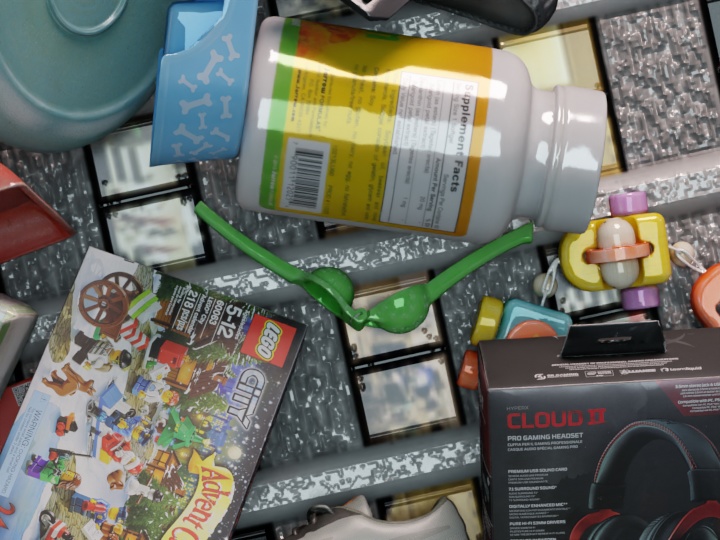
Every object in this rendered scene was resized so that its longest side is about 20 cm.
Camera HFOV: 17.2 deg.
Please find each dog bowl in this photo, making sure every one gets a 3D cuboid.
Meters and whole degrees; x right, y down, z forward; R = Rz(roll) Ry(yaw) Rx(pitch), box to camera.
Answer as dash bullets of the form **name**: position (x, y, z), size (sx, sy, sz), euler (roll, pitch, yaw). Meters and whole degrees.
- **dog bowl**: position (-0.081, -0.153, 1.298), size (0.049, 0.111, 0.201), euler (6, 97, -6)

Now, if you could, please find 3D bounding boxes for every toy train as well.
- **toy train**: position (0.156, 0.041, 1.379), size (0.200, 0.056, 0.150), euler (-34, 90, -1)

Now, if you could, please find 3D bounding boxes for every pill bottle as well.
- **pill bottle**: position (0.035, -0.075, 1.348), size (0.199, 0.111, 0.111), euler (8, 90, -1)

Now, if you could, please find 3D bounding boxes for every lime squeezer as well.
- **lime squeezer**: position (0.000, 0.000, 1.385), size (0.199, 0.038, 0.071), euler (4, 90, 0)

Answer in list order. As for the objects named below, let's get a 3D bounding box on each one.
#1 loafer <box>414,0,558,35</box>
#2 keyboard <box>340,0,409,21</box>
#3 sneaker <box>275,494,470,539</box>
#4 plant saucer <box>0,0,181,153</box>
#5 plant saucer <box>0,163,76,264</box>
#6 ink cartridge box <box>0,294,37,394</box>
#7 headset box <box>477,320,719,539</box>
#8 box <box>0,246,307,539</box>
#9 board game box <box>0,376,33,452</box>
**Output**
- **loafer**: position (0.016, -0.181, 1.363), size (0.200, 0.068, 0.071), euler (27, 59, 4)
- **keyboard**: position (0.020, -0.229, 1.342), size (0.127, 0.021, 0.200), euler (35, 56, 12)
- **sneaker**: position (-0.031, 0.173, 1.375), size (0.199, 0.074, 0.080), euler (-5, 80, -7)
- **plant saucer**: position (-0.157, -0.163, 1.315), size (0.027, 0.200, 0.201), euler (11, 90, 39)
- **plant saucer**: position (-0.266, -0.013, 1.302), size (0.199, 0.200, 0.037), euler (-20, 83, -1)
- **ink cartridge box**: position (-0.230, 0.081, 1.274), size (0.048, 0.200, 0.146), euler (25, 89, 0)
- **headset box**: position (0.142, 0.120, 1.339), size (0.148, 0.075, 0.201), euler (-3, 110, -1)
- **box**: position (-0.126, 0.100, 1.342), size (0.136, 0.038, 0.200), euler (19, 66, 2)
- **board game box**: position (-0.188, 0.168, 1.392), size (0.103, 0.019, 0.201), euler (-21, 91, 0)
